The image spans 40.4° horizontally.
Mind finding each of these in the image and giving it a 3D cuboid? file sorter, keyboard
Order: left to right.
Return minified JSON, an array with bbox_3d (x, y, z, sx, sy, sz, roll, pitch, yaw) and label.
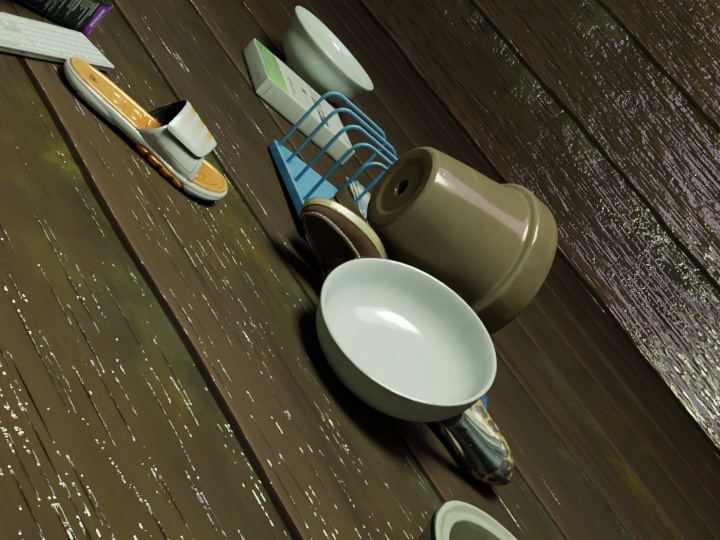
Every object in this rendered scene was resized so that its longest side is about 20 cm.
[{"bbox_3d":[-0.309,-0.225,0.949,0.057,0.011,0.200,51,16,6],"label":"keyboard"},{"bbox_3d":[-0.012,-0.117,1.270,0.138,0.123,0.201,34,19,-37],"label":"file sorter"}]

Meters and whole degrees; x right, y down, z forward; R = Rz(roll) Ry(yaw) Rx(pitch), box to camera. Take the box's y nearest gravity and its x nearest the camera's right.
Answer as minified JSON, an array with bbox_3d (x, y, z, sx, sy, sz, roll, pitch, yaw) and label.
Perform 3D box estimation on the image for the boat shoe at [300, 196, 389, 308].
[{"bbox_3d":[-0.008,0.010,1.085,0.201,0.071,0.072,56,48,-28],"label":"boat shoe"}]

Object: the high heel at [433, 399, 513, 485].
[{"bbox_3d":[0.108,0.151,1.112,0.143,0.071,0.201,51,10,-35],"label":"high heel"}]

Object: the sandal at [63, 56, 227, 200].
[{"bbox_3d":[-0.200,-0.150,0.975,0.206,0.059,0.080,41,18,-26],"label":"sandal"}]

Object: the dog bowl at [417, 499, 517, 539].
[{"bbox_3d":[0.099,0.282,0.748,0.200,0.074,0.201,43,17,-16],"label":"dog bowl"}]

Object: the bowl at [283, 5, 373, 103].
[{"bbox_3d":[-0.075,-0.368,1.752,0.201,0.090,0.202,44,17,-17],"label":"bowl"}]

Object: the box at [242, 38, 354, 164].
[{"bbox_3d":[-0.099,-0.269,1.564,0.199,0.036,0.145,39,19,-35],"label":"box"}]

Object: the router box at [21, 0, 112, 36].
[{"bbox_3d":[-0.363,-0.354,1.028,0.201,0.051,0.149,56,16,23],"label":"router box"}]

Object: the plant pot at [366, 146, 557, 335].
[{"bbox_3d":[0.100,-0.045,1.136,0.174,0.200,0.202,37,19,-29],"label":"plant pot"}]

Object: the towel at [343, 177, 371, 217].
[{"bbox_3d":[0.036,-0.041,1.414,0.147,0.024,0.201,42,19,-30],"label":"towel"}]

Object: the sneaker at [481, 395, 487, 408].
[{"bbox_3d":[0.133,0.087,1.217,0.076,0.111,0.201,35,21,-37],"label":"sneaker"}]

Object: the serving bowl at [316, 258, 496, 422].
[{"bbox_3d":[0.038,0.080,1.004,0.197,0.066,0.202,20,36,-15],"label":"serving bowl"}]

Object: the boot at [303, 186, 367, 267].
[{"bbox_3d":[0.000,0.000,1.167,0.202,0.075,0.074,57,0,-27],"label":"boot"}]
